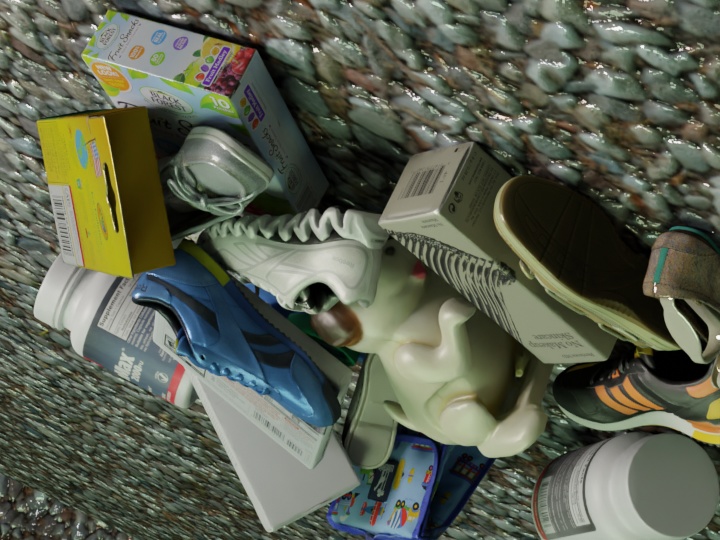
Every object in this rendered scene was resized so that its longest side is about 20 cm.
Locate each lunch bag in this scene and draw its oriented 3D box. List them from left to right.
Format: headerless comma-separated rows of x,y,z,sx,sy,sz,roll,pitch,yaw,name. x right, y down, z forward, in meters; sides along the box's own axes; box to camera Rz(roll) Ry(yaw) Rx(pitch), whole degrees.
0.054,0.191,1.595,0.094,0.201,0.150,40,156,-31,lunch bag

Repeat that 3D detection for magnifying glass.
-0.035,0.054,1.509,0.079,0.023,0.200,26,168,3,magnifying glass

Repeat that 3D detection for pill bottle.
-0.252,0.057,1.782,0.199,0.120,0.120,27,159,4,pill bottle
0.250,0.216,1.530,0.115,0.116,0.200,31,159,-9,pill bottle

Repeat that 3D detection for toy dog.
0.054,0.048,1.355,0.200,0.140,0.194,41,148,-18,toy dog

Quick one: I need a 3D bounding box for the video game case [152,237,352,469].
-0.101,0.075,1.435,0.200,0.023,0.182,38,151,12,video game case

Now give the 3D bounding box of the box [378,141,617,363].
0.115,-0.010,1.237,0.200,0.069,0.082,39,155,-25,box

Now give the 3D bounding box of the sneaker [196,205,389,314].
-0.060,-0.005,1.295,0.199,0.082,0.075,-3,175,45,sneaker

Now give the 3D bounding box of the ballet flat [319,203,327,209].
0.000,0.000,1.426,0.200,0.071,0.071,38,157,-26,ballet flat

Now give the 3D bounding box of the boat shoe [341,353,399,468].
0.028,0.098,1.535,0.066,0.057,0.201,15,121,-11,boat shoe

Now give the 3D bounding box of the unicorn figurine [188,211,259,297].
-0.138,-0.053,1.461,0.137,0.074,0.200,35,178,-10,unicorn figurine

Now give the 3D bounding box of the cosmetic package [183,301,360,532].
-0.090,0.142,1.561,0.201,0.101,0.074,64,168,6,cosmetic package

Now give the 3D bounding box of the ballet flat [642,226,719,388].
0.269,0.048,1.183,0.200,0.068,0.068,40,156,-29,ballet flat

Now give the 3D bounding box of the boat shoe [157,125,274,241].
-0.129,-0.062,1.273,0.074,0.065,0.202,35,160,-20,boat shoe

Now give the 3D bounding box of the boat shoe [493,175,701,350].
0.167,0.000,1.197,0.200,0.074,0.063,29,156,-25,boat shoe

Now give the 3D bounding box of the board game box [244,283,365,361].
-0.049,0.037,1.601,0.158,0.039,0.200,31,165,-20,board game box

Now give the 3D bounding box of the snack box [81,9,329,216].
-0.121,-0.118,1.300,0.141,0.053,0.200,17,158,24,snack box

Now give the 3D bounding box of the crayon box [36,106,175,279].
-0.200,-0.063,1.280,0.200,0.050,0.128,11,112,65,crayon box

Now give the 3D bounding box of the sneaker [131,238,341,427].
-0.104,0.068,1.322,0.200,0.078,0.066,45,155,-4,sneaker

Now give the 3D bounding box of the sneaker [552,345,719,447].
0.235,0.084,1.329,0.199,0.070,0.090,6,135,45,sneaker
